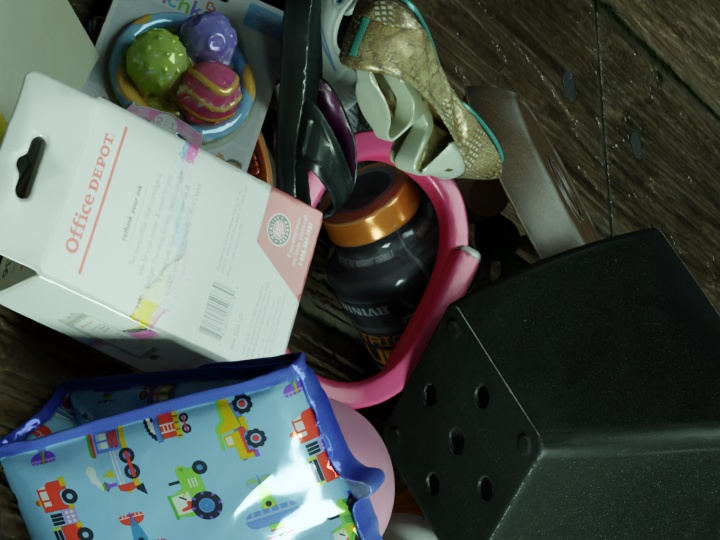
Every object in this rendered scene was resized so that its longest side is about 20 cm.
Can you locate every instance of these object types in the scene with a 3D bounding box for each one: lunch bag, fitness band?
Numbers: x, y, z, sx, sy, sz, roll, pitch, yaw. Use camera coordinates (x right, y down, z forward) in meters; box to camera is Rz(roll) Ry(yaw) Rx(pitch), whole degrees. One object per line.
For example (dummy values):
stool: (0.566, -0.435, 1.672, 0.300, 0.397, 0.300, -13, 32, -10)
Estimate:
lunch bag: (-0.080, 0.131, 1.353, 0.094, 0.200, 0.151, -48, 122, -58)
fitness band: (0.000, 0.000, 1.644, 0.144, 0.037, 0.200, 34, 70, -18)

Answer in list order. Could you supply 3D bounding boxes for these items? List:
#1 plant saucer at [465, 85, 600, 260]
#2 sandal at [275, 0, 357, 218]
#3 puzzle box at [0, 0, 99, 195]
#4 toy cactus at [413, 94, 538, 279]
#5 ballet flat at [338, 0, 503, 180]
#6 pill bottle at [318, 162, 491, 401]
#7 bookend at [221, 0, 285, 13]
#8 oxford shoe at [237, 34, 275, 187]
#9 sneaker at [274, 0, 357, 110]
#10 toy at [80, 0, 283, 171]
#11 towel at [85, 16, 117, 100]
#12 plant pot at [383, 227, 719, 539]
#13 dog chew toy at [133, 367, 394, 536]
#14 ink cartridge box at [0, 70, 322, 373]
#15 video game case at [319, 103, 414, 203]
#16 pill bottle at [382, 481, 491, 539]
plant saucer: (0.137, -0.053, 1.767, 0.200, 0.034, 0.200, 59, 12, -20)
sandal: (-0.026, -0.088, 1.544, 0.075, 0.048, 0.201, -76, 169, -60)
puzzle box: (-0.221, -0.118, 1.377, 0.133, 0.025, 0.200, 63, 30, -30)
toy cactus: (0.082, -0.062, 1.796, 0.200, 0.102, 0.165, 63, -9, -11)
ballet flat: (0.035, -0.104, 1.601, 0.065, 0.070, 0.200, -58, 140, -18)
pill bottle: (0.042, 0.019, 1.755, 0.200, 0.106, 0.106, 60, 31, -29)
bookend: (-0.115, -0.265, 1.549, 0.200, 0.198, 0.092, 116, -8, -47)
oxford shoe: (-0.077, -0.064, 1.550, 0.073, 0.071, 0.200, 39, 43, -59)
sneaker: (-0.017, -0.203, 1.735, 0.075, 0.087, 0.200, 10, 63, -45)
toy: (-0.110, -0.111, 1.480, 0.115, 0.047, 0.200, 24, 60, -12)
towel: (-0.132, -0.045, 1.532, 0.147, 0.022, 0.200, 35, 47, -56)
plant pot: (0.136, 0.110, 1.621, 0.177, 0.200, 0.200, -3, 46, -33)
dog chew toy: (-0.068, 0.109, 1.491, 0.200, 0.124, 0.125, 46, 40, -35)
ink cartridge box: (-0.131, -0.017, 1.373, 0.200, 0.067, 0.117, 28, 63, -25)
video game case: (0.007, -0.087, 1.829, 0.200, 0.017, 0.143, 43, 42, -50)
pill bottle: (0.046, 0.209, 1.673, 0.200, 0.111, 0.111, -33, 108, -62)
